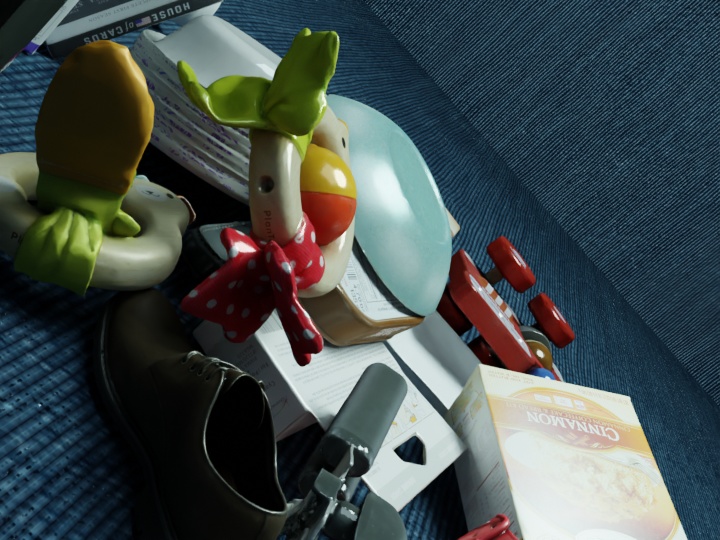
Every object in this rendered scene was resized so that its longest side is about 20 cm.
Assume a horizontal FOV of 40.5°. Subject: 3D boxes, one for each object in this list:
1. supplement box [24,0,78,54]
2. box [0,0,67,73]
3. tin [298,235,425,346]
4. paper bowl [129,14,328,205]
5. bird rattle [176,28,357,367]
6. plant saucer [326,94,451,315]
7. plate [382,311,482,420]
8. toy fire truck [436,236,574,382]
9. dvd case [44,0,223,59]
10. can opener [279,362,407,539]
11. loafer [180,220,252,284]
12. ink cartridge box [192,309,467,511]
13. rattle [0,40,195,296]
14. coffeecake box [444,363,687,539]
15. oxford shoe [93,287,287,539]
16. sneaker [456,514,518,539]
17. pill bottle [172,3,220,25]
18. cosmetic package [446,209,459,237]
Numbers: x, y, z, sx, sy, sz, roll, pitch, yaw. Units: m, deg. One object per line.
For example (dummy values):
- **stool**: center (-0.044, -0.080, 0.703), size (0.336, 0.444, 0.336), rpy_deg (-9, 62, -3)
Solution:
- **supplement box**: center (-0.231, -0.278, 0.713), size (0.101, 0.200, 0.104), rpy_deg (26, 28, -53)
- **box**: center (-0.225, -0.211, 0.581), size (0.124, 0.200, 0.149), rpy_deg (45, 17, -16)
- **tin**: center (0.000, 0.000, 0.768), size (0.200, 0.042, 0.113), rpy_deg (0, 72, -68)
- **paper bowl**: center (-0.102, -0.137, 0.824), size (0.200, 0.105, 0.201), rpy_deg (35, 10, -7)
- **bird rattle**: center (-0.035, -0.043, 0.604), size (0.163, 0.112, 0.201), rpy_deg (4, 74, -69)
- **plant saucer**: center (0.034, -0.062, 0.810), size (0.201, 0.039, 0.202), rpy_deg (52, 24, -35)
- **plate**: center (0.095, 0.122, 0.950), size (0.200, 0.032, 0.200), rpy_deg (49, 16, 3)
- **toy fire truck**: center (0.157, 0.068, 1.052), size (0.200, 0.112, 0.168), rpy_deg (52, 13, -14)
- **dvd case**: center (-0.215, -0.284, 0.823), size (0.025, 0.150, 0.201), rpy_deg (82, -14, -66)
- **can opener**: center (-0.003, 0.116, 0.549), size (0.066, 0.053, 0.200), rpy_deg (33, 21, -2)
- **loafer**: center (-0.071, -0.014, 0.764), size (0.068, 0.070, 0.200), rpy_deg (53, 17, 17)
- **ink cartridge box**: center (-0.014, 0.093, 0.717), size (0.176, 0.045, 0.200), rpy_deg (53, 17, 11)
- **rattle**: center (-0.141, -0.074, 0.593), size (0.130, 0.144, 0.200), rpy_deg (16, 17, 19)
- **coffeecake box**: center (0.163, 0.183, 0.775), size (0.153, 0.073, 0.201), rpy_deg (14, 37, -18)
- **oxford shoe**: center (-0.084, 0.071, 0.519), size (0.073, 0.084, 0.200), rpy_deg (23, 26, -46)
- **sneaker**: center (0.026, 0.169, 0.528), size (0.079, 0.115, 0.200), rpy_deg (57, 18, 25)
- **pill bottle**: center (-0.225, -0.318, 0.971), size (0.112, 0.111, 0.200), rpy_deg (57, 19, 25)
- **cosmetic package**: center (0.029, -0.032, 1.000), size (0.087, 0.103, 0.200), rpy_deg (51, 18, 1)
